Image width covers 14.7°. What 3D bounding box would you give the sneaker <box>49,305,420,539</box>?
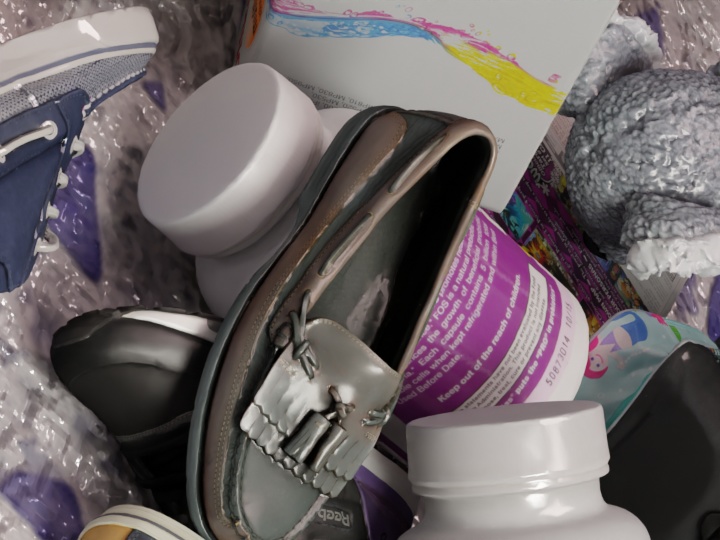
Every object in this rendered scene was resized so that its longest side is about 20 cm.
[{"bbox_3d":[-0.048,0.089,1.127,0.200,0.076,0.088,37,48,-36],"label":"sneaker"}]

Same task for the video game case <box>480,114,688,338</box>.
[{"bbox_3d":[0.083,-0.034,1.416,0.200,0.036,0.181,56,33,-12],"label":"video game case"}]

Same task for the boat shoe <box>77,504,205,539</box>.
[{"bbox_3d":[-0.031,0.168,1.069,0.200,0.075,0.062,34,49,-6],"label":"boat shoe"}]

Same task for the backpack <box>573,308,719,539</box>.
[{"bbox_3d":[0.154,0.117,1.290,0.200,0.178,0.151,15,27,-51],"label":"backpack"}]

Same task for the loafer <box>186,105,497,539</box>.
[{"bbox_3d":[-0.006,0.020,1.090,0.072,0.063,0.201,39,63,-35],"label":"loafer"}]

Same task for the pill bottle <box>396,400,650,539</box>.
[{"bbox_3d":[0.069,0.158,1.144,0.111,0.111,0.201,-9,93,-56],"label":"pill bottle"}]

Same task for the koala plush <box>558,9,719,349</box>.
[{"bbox_3d":[0.177,-0.049,1.373,0.200,0.184,0.178,11,49,-40],"label":"koala plush"}]

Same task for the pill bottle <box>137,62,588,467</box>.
[{"bbox_3d":[0.000,0.000,1.212,0.200,0.112,0.113,41,40,-33],"label":"pill bottle"}]

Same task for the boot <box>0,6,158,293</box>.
[{"bbox_3d":[-0.142,-0.041,1.094,0.200,0.073,0.091,-26,98,-49],"label":"boot"}]

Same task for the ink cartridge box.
[{"bbox_3d":[0.039,-0.154,1.254,0.144,0.200,0.146,17,49,-9],"label":"ink cartridge box"}]
